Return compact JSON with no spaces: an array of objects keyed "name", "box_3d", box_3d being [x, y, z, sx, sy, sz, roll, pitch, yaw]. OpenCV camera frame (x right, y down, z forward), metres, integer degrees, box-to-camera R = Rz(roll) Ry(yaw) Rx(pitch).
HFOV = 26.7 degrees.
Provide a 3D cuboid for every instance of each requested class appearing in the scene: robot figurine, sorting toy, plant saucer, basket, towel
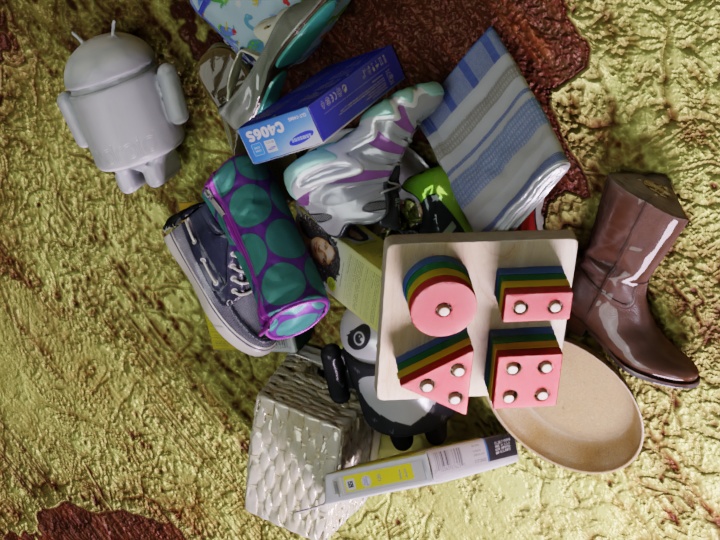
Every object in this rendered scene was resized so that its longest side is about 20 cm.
[{"name":"robot figurine","box_3d":[-0.280,-0.195,1.792,0.169,0.113,0.201,-13,108,23]},{"name":"sorting toy","box_3d":[0.121,0.063,1.564,0.198,0.070,0.201,-2,125,-7]},{"name":"plant saucer","box_3d":[0.232,0.142,1.701,0.200,0.035,0.201,23,137,23]},{"name":"basket","box_3d":[-0.060,0.216,1.871,0.135,0.123,0.201,20,122,19]},{"name":"robot figurine","box_3d":[0.048,0.111,1.744,0.125,0.150,0.201,28,141,50]},{"name":"towel","box_3d":[0.133,-0.136,1.578,0.147,0.024,0.200,-49,51,36]}]

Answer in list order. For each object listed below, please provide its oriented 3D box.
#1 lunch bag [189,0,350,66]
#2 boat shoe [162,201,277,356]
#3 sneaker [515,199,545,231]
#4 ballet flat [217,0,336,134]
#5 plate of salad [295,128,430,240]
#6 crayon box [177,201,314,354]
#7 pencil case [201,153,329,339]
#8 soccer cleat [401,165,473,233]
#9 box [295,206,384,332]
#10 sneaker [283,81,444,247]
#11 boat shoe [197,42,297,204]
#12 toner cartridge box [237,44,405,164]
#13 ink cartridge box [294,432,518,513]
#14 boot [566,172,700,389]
[{"name":"lunch bag","box_3d":[-0.089,-0.324,1.641,0.161,0.082,0.200,45,126,6]},{"name":"boat shoe","box_3d":[-0.147,0.004,1.778,0.093,0.075,0.200,-33,95,44]},{"name":"sneaker","box_3d":[0.160,-0.030,1.643,0.077,0.085,0.201,2,114,30]},{"name":"ballet flat","box_3d":[-0.097,-0.228,1.602,0.064,0.067,0.200,40,125,9]},{"name":"plate of salad","box_3d":[0.007,-0.065,1.737,0.199,0.048,0.201,14,121,24]},{"name":"crayon box","box_3d":[-0.139,0.000,1.852,0.127,0.051,0.201,1,115,29]},{"name":"pencil case","box_3d":[-0.108,-0.026,1.685,0.085,0.092,0.200,-47,62,46]},{"name":"soccer cleat","box_3d":[0.100,-0.021,1.686,0.081,0.068,0.201,-10,109,15]},{"name":"box","box_3d":[0.000,0.000,1.667,0.200,0.050,0.076,36,128,41]},{"name":"sneaker","box_3d":[0.032,-0.101,1.626,0.200,0.078,0.140,-34,87,12]},{"name":"boat shoe","box_3d":[-0.126,-0.169,1.757,0.073,0.063,0.201,-26,106,9]},{"name":"toner cartridge box","box_3d":[-0.038,-0.178,1.609,0.095,0.200,0.043,-15,108,35]},{"name":"ink cartridge box","box_3d":[0.053,0.234,1.773,0.199,0.197,0.047,-14,85,34]},{"name":"boot","box_3d":[0.311,0.008,1.597,0.186,0.064,0.200,29,120,11]}]
